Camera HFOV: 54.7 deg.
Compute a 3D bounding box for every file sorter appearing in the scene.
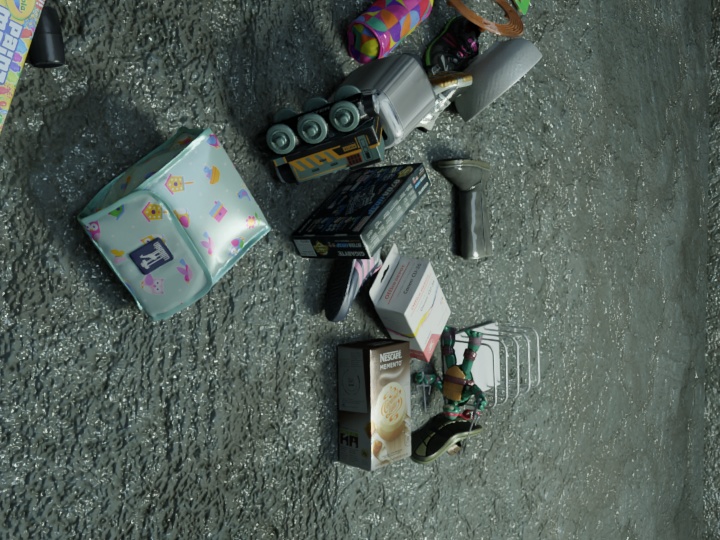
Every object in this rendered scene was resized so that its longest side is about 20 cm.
[{"bbox_3d":[0.280,0.198,1.464,0.197,0.122,0.143,-9,98,-47],"label":"file sorter"}]

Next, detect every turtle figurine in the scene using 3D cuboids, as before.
[{"bbox_3d":[0.181,0.215,1.357,0.100,0.146,0.206,24,74,-71],"label":"turtle figurine"}]

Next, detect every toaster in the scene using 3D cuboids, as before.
[{"bbox_3d":[0.031,-0.264,1.124,0.130,0.197,0.115,-52,123,-33],"label":"toaster"}]

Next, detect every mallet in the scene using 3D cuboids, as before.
[{"bbox_3d":[-0.420,-0.265,0.750,0.197,0.041,0.068,-4,95,-44],"label":"mallet"}]

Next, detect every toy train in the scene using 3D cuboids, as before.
[{"bbox_3d":[-0.055,-0.197,1.048,0.086,0.195,0.116,-83,152,-54],"label":"toy train"}]

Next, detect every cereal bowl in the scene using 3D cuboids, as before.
[{"bbox_3d":[0.263,-0.395,1.398,0.084,0.199,0.200,48,53,-5],"label":"cereal bowl"}]

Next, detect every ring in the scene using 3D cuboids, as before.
[{"bbox_3d":[0.242,-0.530,1.402,0.196,0.019,0.204,18,43,-17],"label":"ring"}]

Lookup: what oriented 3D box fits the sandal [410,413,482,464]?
[{"bbox_3d":[0.163,0.339,1.385,0.198,0.079,0.059,-17,120,-40],"label":"sandal"}]

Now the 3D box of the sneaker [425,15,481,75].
[{"bbox_3d":[0.190,-0.440,1.380,0.077,0.082,0.203,45,59,-37],"label":"sneaker"}]

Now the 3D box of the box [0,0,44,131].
[{"bbox_3d":[-0.428,-0.220,0.651,0.190,0.120,0.206,21,82,-40],"label":"box"}]

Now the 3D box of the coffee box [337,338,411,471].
[{"bbox_3d":[0.025,0.228,1.215,0.113,0.078,0.207,-5,94,-47],"label":"coffee box"}]

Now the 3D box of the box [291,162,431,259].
[{"bbox_3d":[0.002,-0.098,1.127,0.201,0.156,0.047,-51,126,-35],"label":"box"}]

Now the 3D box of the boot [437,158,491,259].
[{"bbox_3d":[0.218,-0.125,1.440,0.179,0.071,0.206,-1,98,-46],"label":"boot"}]

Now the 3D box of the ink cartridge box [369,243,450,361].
[{"bbox_3d":[0.093,0.060,1.266,0.118,0.066,0.201,-61,144,-26],"label":"ink cartridge box"}]

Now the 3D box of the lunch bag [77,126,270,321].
[{"bbox_3d":[-0.239,-0.059,0.892,0.200,0.120,0.173,-46,125,-27],"label":"lunch bag"}]

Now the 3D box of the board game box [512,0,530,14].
[{"bbox_3d":[0.381,-0.704,1.628,0.095,0.029,0.204,38,61,-41],"label":"board game box"}]

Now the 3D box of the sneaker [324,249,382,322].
[{"bbox_3d":[0.000,0.000,1.184,0.081,0.069,0.205,27,72,-32],"label":"sneaker"}]

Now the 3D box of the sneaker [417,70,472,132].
[{"bbox_3d":[0.126,-0.309,1.305,0.196,0.075,0.090,-25,121,-17],"label":"sneaker"}]

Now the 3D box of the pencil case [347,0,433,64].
[{"bbox_3d":[0.052,-0.444,1.234,0.201,0.087,0.090,-51,125,-36],"label":"pencil case"}]
